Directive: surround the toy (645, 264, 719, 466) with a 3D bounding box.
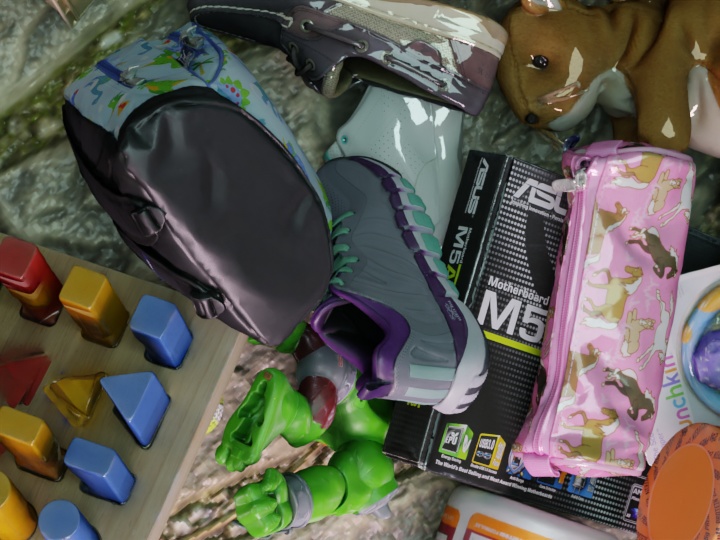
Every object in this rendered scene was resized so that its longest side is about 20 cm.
[{"bbox_3d":[0.257,0.046,1.621,0.199,0.047,0.116,-17,107,3],"label":"toy"}]

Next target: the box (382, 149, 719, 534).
[{"bbox_3d":[0.124,0.047,1.647,0.199,0.047,0.194,20,87,-35],"label":"box"}]

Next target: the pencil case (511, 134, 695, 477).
[{"bbox_3d":[0.143,0.024,1.580,0.086,0.083,0.202,8,92,-6],"label":"pencil case"}]

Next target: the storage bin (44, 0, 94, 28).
[{"bbox_3d":[-0.153,-0.263,1.574,0.094,0.199,0.200,38,84,10],"label":"storage bin"}]

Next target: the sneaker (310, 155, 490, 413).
[{"bbox_3d":[0.000,0.000,1.571,0.087,0.200,0.075,3,128,-33],"label":"sneaker"}]

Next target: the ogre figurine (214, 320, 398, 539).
[{"bbox_3d":[-0.025,0.072,1.623,0.119,0.201,0.098,23,127,-37],"label":"ogre figurine"}]

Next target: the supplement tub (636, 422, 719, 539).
[{"bbox_3d":[0.273,0.164,1.618,0.199,0.122,0.123,18,87,-25],"label":"supplement tub"}]

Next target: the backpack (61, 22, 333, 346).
[{"bbox_3d":[-0.100,-0.064,1.579,0.154,0.200,0.163,-46,116,-17],"label":"backpack"}]

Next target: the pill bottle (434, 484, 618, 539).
[{"bbox_3d":[0.078,0.241,1.646,0.112,0.113,0.201,20,87,-8],"label":"pill bottle"}]

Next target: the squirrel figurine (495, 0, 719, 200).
[{"bbox_3d":[0.179,-0.150,1.671,0.185,0.142,0.201,11,74,2],"label":"squirrel figurine"}]

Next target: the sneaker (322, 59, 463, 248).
[{"bbox_3d":[0.020,-0.055,1.667,0.088,0.075,0.202,1,82,1],"label":"sneaker"}]

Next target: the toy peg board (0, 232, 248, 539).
[{"bbox_3d":[-0.198,0.072,1.547,0.198,0.098,0.201,17,71,17],"label":"toy peg board"}]

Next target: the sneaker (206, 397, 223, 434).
[{"bbox_3d":[-0.187,0.079,1.636,0.199,0.076,0.106,-18,74,-8],"label":"sneaker"}]

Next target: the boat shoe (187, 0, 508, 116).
[{"bbox_3d":[-0.013,-0.136,1.620,0.199,0.072,0.065,11,79,8],"label":"boat shoe"}]
